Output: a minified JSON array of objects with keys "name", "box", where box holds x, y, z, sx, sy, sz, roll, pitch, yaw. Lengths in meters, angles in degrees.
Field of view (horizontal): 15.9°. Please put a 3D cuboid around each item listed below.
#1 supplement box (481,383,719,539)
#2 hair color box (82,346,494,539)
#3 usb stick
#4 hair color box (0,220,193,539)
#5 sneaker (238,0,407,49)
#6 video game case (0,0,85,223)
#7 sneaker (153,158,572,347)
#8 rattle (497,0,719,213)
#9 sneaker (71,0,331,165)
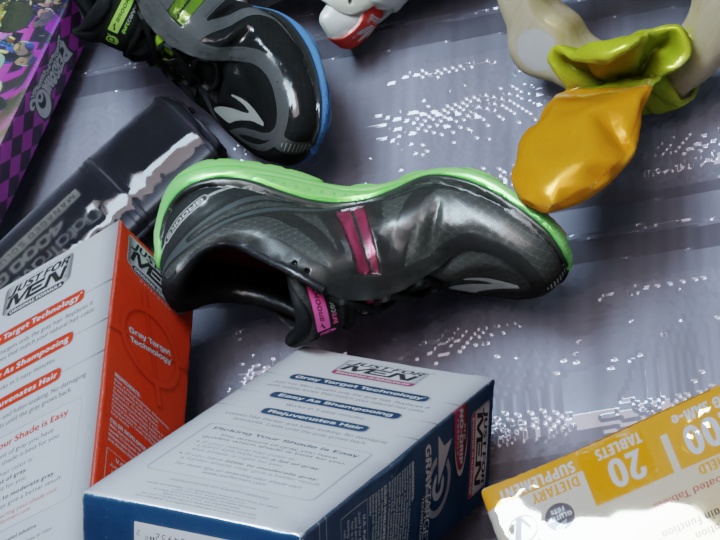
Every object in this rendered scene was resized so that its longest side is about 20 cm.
[{"name":"supplement box","box":[0.143,0.160,1.052,0.125,0.074,0.201,-24,58,6]},{"name":"hair color box","box":[-0.025,0.094,1.082,0.099,0.200,0.061,9,109,23]},{"name":"usb stick","box":[-0.150,-0.007,1.270,0.200,0.033,0.055,-43,62,-7]},{"name":"hair color box","box":[-0.133,0.082,1.151,0.101,0.061,0.201,-28,38,24]},{"name":"sneaker","box":[0.021,-0.154,1.280,0.198,0.070,0.094,3,81,18]},{"name":"video game case","box":[-0.236,-0.111,1.342,0.180,0.036,0.201,9,60,24]},{"name":"sneaker","box":[0.000,0.000,1.179,0.199,0.077,0.084,1,54,17]},{"name":"rattle","box":[0.104,-0.151,1.145,0.130,0.201,0.143,34,41,29]},{"name":"sneaker","box":[-0.094,-0.116,1.261,0.200,0.071,0.083,43,37,20]}]
